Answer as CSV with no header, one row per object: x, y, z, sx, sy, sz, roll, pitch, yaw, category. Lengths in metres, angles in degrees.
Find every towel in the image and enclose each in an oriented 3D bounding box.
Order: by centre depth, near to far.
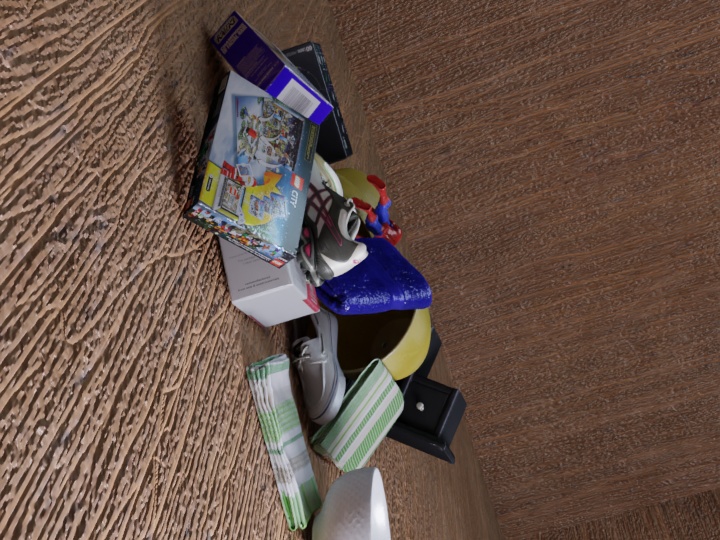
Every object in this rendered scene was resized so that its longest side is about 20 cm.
-0.086,0.205,1.321,0.149,0.030,0.203,-5,79,-81,towel
0.000,0.000,1.478,0.147,0.050,0.199,42,27,30,towel
0.002,0.220,1.565,0.023,0.153,0.200,33,-11,26,towel

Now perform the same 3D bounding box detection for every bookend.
0.092,0.175,1.725,0.201,0.198,0.092,-64,156,-16,bookend

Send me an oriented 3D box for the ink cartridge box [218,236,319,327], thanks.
-0.125,-0.047,1.356,0.145,0.082,0.203,51,24,-71,ink cartridge box

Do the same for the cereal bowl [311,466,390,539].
-0.011,0.346,1.317,0.200,0.082,0.204,-6,90,-82,cereal bowl

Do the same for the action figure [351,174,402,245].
0.009,-0.084,1.615,0.098,0.066,0.200,33,-14,25,action figure

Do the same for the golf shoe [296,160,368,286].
-0.044,-0.072,1.366,0.077,0.087,0.202,62,13,-53,golf shoe

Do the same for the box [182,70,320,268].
-0.124,-0.120,1.260,0.136,0.038,0.202,29,51,-28,box

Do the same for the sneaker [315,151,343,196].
-0.071,-0.087,1.544,0.077,0.088,0.202,21,-43,53,sneaker

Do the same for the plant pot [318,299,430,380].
0.030,0.092,1.635,0.142,0.198,0.202,44,28,-48,plant pot

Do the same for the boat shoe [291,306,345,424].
-0.069,0.124,1.512,0.069,0.071,0.202,34,36,-32,boat shoe

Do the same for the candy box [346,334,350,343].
-0.042,0.061,1.798,0.116,0.054,0.203,60,16,-58,candy box

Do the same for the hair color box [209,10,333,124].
-0.128,-0.280,1.521,0.109,0.065,0.200,35,10,-43,hair color box

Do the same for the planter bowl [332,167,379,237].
-0.014,-0.108,1.790,0.200,0.083,0.201,42,-21,20,planter bowl

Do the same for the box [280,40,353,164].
-0.100,-0.271,1.815,0.106,0.120,0.203,-60,133,-79,box
